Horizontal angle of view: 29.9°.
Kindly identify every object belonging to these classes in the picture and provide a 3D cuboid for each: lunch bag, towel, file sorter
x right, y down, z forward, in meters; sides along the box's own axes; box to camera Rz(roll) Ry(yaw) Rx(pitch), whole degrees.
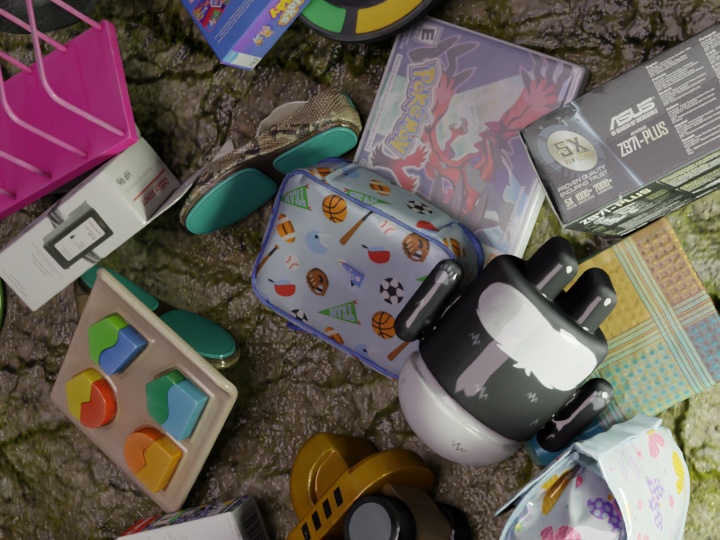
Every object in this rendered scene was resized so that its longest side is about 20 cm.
[{"bbox_3d":[0.000,0.000,1.200,0.200,0.076,0.160,30,119,21],"label":"lunch bag"},{"bbox_3d":[0.203,0.063,1.141,0.200,0.022,0.147,-30,76,21],"label":"towel"},{"bbox_3d":[-0.338,-0.157,1.282,0.200,0.125,0.139,-26,63,22],"label":"file sorter"},{"bbox_3d":[0.178,0.215,1.062,0.127,0.170,0.200,18,103,26],"label":"lunch bag"}]

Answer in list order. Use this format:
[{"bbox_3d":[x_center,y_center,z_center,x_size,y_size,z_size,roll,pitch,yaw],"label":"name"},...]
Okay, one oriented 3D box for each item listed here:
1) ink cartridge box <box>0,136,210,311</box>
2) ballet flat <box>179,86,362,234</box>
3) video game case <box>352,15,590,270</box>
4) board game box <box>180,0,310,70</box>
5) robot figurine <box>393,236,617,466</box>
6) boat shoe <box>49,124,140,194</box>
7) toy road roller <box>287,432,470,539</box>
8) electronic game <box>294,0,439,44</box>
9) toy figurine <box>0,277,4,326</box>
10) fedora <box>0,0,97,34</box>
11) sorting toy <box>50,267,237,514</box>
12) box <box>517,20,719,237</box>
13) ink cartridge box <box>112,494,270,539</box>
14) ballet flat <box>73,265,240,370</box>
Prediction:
[{"bbox_3d":[-0.250,-0.057,1.305,0.200,0.116,0.068,-34,103,21],"label":"ink cartridge box"},{"bbox_3d":[-0.089,-0.109,1.273,0.200,0.068,0.075,-31,54,17],"label":"ballet flat"},{"bbox_3d":[0.087,-0.111,1.201,0.182,0.023,0.200,23,98,25],"label":"video game case"},{"bbox_3d":[-0.086,-0.303,1.237,0.200,0.045,0.135,-45,64,26],"label":"board game box"},{"bbox_3d":[0.120,0.067,1.103,0.200,0.125,0.150,-50,58,15],"label":"robot figurine"},{"bbox_3d":[-0.319,-0.116,1.375,0.200,0.069,0.072,-7,86,26],"label":"boat shoe"},{"bbox_3d":[-0.015,0.235,1.193,0.200,0.123,0.146,-49,55,16],"label":"toy road roller"},{"bbox_3d":[0.009,-0.303,1.223,0.200,0.042,0.200,-5,80,30],"label":"electronic game"},{"bbox_3d":[-0.504,0.047,1.398,0.200,0.184,0.150,-39,73,21],"label":"toy figurine"},{"bbox_3d":[-0.309,-0.288,1.314,0.200,0.201,0.092,-20,83,24],"label":"fedora"},{"bbox_3d":[-0.217,0.123,1.291,0.185,0.036,0.200,40,128,18],"label":"sorting toy"},{"bbox_3d":[0.248,-0.108,1.044,0.200,0.164,0.086,-28,77,24],"label":"box"},{"bbox_3d":[-0.177,0.289,1.292,0.200,0.050,0.109,-17,97,26],"label":"ink cartridge box"},{"bbox_3d":[-0.201,0.062,1.321,0.200,0.071,0.071,27,100,24],"label":"ballet flat"}]
